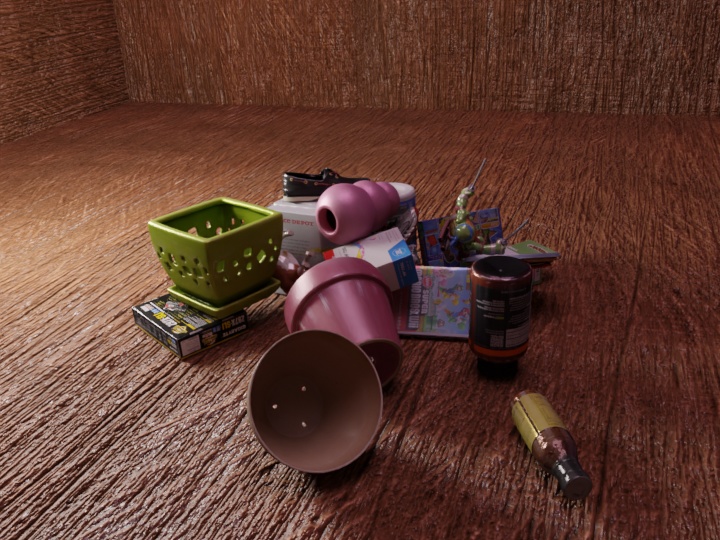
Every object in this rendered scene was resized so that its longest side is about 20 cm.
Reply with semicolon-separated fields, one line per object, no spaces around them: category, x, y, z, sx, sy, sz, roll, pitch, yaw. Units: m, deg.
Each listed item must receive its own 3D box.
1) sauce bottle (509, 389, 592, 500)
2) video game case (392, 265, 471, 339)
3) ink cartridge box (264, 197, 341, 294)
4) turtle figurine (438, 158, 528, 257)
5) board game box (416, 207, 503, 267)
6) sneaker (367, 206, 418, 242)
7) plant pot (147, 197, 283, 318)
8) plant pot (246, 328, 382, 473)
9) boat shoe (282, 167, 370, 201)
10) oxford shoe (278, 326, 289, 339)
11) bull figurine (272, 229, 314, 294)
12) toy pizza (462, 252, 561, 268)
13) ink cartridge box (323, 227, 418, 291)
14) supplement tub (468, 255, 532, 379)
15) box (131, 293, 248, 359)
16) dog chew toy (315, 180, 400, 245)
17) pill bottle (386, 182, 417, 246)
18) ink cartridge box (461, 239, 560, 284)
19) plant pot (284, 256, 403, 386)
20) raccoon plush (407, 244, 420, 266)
sauce bottle;0.273;0.250;1.065;0.065;0.067;0.200;-5;26;-5
video game case;0.151;0.061;1.444;0.198;0.144;0.017;2;-20;11
ink cartridge box;-0.111;-0.059;1.635;0.144;0.202;0.145;10;26;26
turtle figurine;0.256;-0.100;1.551;0.143;0.201;0.194;32;1;2
board game box;0.232;-0.061;1.681;0.198;0.137;0.034;-11;6;-19
sneaker;0.044;-0.071;1.588;0.200;0.082;0.078;-38;15;19
plant pot;-0.281;-0.023;1.480;0.199;0.183;0.198;18;32;38
plant pot;-0.083;0.199;1.105;0.199;0.202;0.134;-14;-9;-24
boat shoe;-0.071;-0.189;1.611;0.199;0.064;0.074;-3;18;-8
oxford shoe;-0.078;0.094;1.451;0.071;0.072;0.199;15;31;43
bull figurine;-0.147;-0.004;1.542;0.200;0.122;0.065;40;40;14
toy pizza;0.307;-0.016;1.504;0.198;0.032;0.200;-4;1;0
ink cartridge box;0.000;0.000;1.431;0.198;0.068;0.116;-20;33;-3
supplement tub;0.238;0.083;1.273;0.106;0.202;0.107;-1;24;1
box;-0.346;0.097;1.499;0.159;0.050;0.199;-25;32;-35
dog chew toy;0.004;-0.129;1.515;0.124;0.126;0.199;19;32;41
pill bottle;0.072;-0.088;1.683;0.113;0.202;0.114;-3;23;1
ink cartridge box;0.333;-0.005;1.640;0.198;0.060;0.104;-15;27;-26
plant pot;-0.017;0.108;1.285;0.198;0.201;0.179;-11;41;-18
raccoon plush;0.032;-0.004;1.522;0.198;0.134;0.097;11;39;-30
